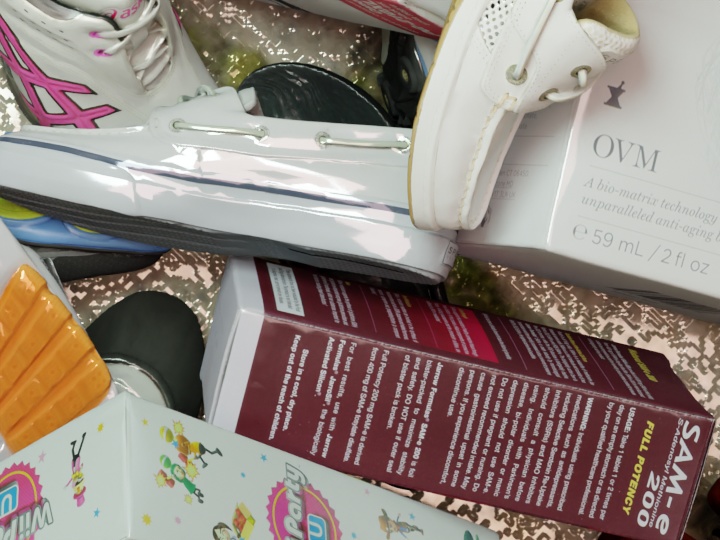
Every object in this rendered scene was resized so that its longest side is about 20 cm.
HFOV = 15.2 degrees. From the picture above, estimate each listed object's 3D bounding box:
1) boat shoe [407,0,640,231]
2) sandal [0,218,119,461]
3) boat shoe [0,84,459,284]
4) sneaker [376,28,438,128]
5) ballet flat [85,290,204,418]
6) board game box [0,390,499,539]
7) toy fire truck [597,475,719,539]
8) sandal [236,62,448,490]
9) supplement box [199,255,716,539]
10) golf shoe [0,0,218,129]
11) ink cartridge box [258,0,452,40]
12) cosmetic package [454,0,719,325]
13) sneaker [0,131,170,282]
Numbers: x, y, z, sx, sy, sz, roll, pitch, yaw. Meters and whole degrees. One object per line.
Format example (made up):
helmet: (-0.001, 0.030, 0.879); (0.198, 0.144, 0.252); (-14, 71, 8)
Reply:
boat shoe: (0.071, -0.094, 1.015); (0.069, 0.071, 0.201); (21, 120, 7)
sandal: (-0.158, 0.010, 1.104); (0.079, 0.059, 0.207); (-25, 105, 4)
boat shoe: (-0.055, -0.043, 1.113); (0.199, 0.074, 0.067); (11, 81, 1)
sneaker: (0.040, -0.126, 1.188); (0.072, 0.072, 0.201); (-9, 92, -13)
ballet flat: (-0.124, 0.100, 1.163); (0.068, 0.068, 0.201); (28, 85, -2)
board game box: (-0.062, 0.128, 1.084); (0.200, 0.147, 0.065); (22, 52, -38)
toy fire truck: (0.194, 0.167, 1.141); (0.200, 0.168, 0.112); (38, 85, -3)
sandal: (0.001, 0.000, 1.180); (0.075, 0.048, 0.201); (-24, 91, 13)
supplement box: (0.037, 0.052, 1.119); (0.199, 0.109, 0.061); (13, 101, -7)
golf shoe: (-0.113, -0.099, 1.119); (0.200, 0.092, 0.073); (44, 72, -33)
ink cartridge box: (-0.017, -0.184, 1.119); (0.199, 0.084, 0.145); (17, 89, 38)
cosmetic package: (0.153, -0.084, 1.141); (0.199, 0.123, 0.201); (14, 85, -26)
sneaker: (-0.179, -0.004, 1.167); (0.199, 0.083, 0.071); (-13, 48, -19)
